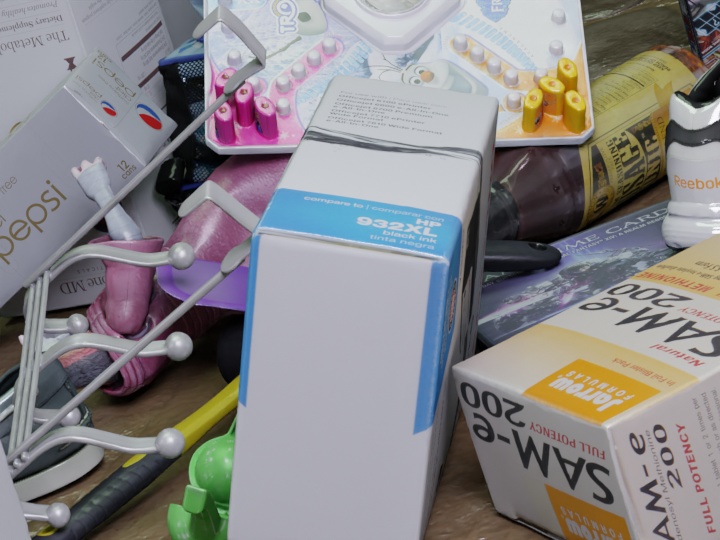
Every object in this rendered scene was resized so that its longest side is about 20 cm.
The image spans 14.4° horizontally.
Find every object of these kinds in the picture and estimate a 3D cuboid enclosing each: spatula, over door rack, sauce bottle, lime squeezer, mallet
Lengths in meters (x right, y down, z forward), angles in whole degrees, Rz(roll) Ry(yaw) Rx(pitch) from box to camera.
[{"bbox_3d":[0.000,0.000,1.395,0.198,0.021,0.057,-6,23,-3],"label":"spatula"},{"bbox_3d":[-0.091,0.005,1.280,0.200,0.066,0.148,-52,23,31],"label":"over door rack"},{"bbox_3d":[0.107,-0.053,1.491,0.200,0.066,0.066,-33,24,-33],"label":"sauce bottle"},{"bbox_3d":[-0.061,0.083,1.247,0.037,0.071,0.200,1,21,10],"label":"lime squeezer"},{"bbox_3d":[-0.091,0.078,1.346,0.200,0.041,0.066,-35,26,-31],"label":"mallet"}]

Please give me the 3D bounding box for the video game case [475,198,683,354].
[{"bbox_3d":[0.127,0.017,1.347,0.142,0.019,0.200,-20,18,-9],"label":"video game case"}]

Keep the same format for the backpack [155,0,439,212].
[{"bbox_3d":[0.003,-0.118,1.604,0.199,0.148,0.183,-1,13,23],"label":"backpack"}]

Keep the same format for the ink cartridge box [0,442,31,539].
[{"bbox_3d":[-0.260,0.101,1.254,0.199,0.146,0.083,-8,20,25],"label":"ink cartridge box"}]

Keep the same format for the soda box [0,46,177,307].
[{"bbox_3d":[-0.193,-0.028,1.553,0.200,0.064,0.068,-42,9,24],"label":"soda box"}]

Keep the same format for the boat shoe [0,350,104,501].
[{"bbox_3d":[-0.225,0.095,1.370,0.199,0.062,0.073,-19,18,-7],"label":"boat shoe"}]

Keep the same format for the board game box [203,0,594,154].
[{"bbox_3d":[0.016,-0.149,1.499,0.198,0.026,0.201,-2,54,-2],"label":"board game box"}]

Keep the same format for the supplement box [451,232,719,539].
[{"bbox_3d":[0.156,0.041,1.167,0.199,0.074,0.126,-26,20,-22],"label":"supplement box"}]

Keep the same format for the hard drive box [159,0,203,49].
[{"bbox_3d":[-0.054,-0.181,1.776,0.076,0.201,0.156,-1,25,40],"label":"hard drive box"}]

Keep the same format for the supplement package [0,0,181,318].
[{"bbox_3d":[-0.168,-0.091,1.624,0.113,0.201,0.110,-10,19,23],"label":"supplement package"}]

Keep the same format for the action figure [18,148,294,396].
[{"bbox_3d":[-0.094,0.018,1.471,0.149,0.134,0.200,38,61,15],"label":"action figure"}]

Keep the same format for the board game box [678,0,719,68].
[{"bbox_3d":[0.273,-0.190,1.613,0.199,0.136,0.035,-17,18,0],"label":"board game box"}]

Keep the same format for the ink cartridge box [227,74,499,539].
[{"bbox_3d":[0.005,0.018,1.233,0.083,0.146,0.200,7,23,6],"label":"ink cartridge box"}]

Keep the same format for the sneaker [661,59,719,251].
[{"bbox_3d":[0.206,-0.072,1.403,0.073,0.081,0.200,1,17,28],"label":"sneaker"}]
